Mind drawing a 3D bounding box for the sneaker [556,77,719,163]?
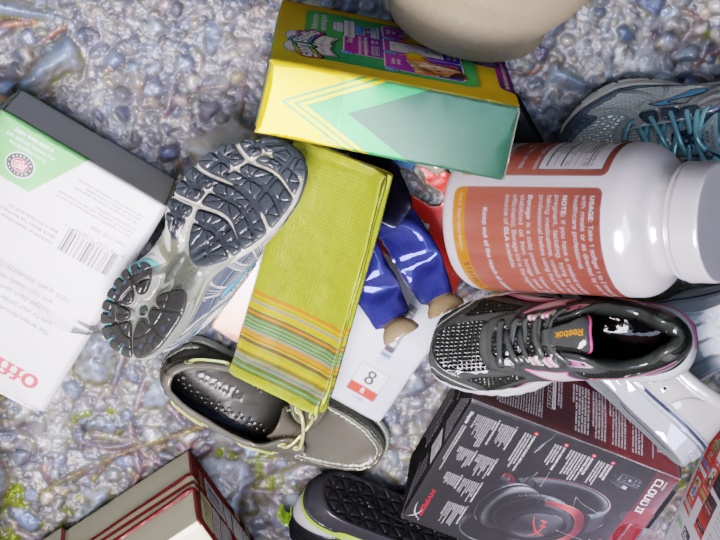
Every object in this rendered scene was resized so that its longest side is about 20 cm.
[{"bbox_3d":[0.248,-0.111,1.258,0.199,0.086,0.078,-12,102,-3],"label":"sneaker"}]

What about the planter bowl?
[{"bbox_3d":[0.090,-0.235,1.183,0.200,0.201,0.135,10,131,-4],"label":"planter bowl"}]

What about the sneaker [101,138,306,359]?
[{"bbox_3d":[-0.112,-0.019,1.252,0.200,0.086,0.078,-47,75,10],"label":"sneaker"}]

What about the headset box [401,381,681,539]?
[{"bbox_3d":[0.153,0.163,1.336,0.199,0.075,0.149,21,128,-7],"label":"headset box"}]

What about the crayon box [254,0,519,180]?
[{"bbox_3d":[0.018,-0.133,1.196,0.172,0.200,0.058,10,110,-3],"label":"crayon box"}]

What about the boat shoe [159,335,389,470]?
[{"bbox_3d":[-0.070,0.117,1.349,0.201,0.060,0.072,24,104,-8],"label":"boat shoe"}]

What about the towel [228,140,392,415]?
[{"bbox_3d":[-0.040,0.006,1.269,0.086,0.018,0.201,21,108,16],"label":"towel"}]

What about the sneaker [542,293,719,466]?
[{"bbox_3d":[0.203,0.059,1.289,0.071,0.073,0.200,-43,80,-7],"label":"sneaker"}]

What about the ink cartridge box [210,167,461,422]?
[{"bbox_3d":[0.000,0.000,1.319,0.162,0.050,0.200,30,108,-10],"label":"ink cartridge box"}]

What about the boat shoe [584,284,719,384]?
[{"bbox_3d":[0.273,0.052,1.327,0.199,0.067,0.074,-16,94,21],"label":"boat shoe"}]

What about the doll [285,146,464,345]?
[{"bbox_3d":[0.008,-0.050,1.279,0.136,0.048,0.200,-28,92,3],"label":"doll"}]

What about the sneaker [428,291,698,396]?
[{"bbox_3d":[0.147,0.046,1.215,0.199,0.086,0.081,-7,82,7],"label":"sneaker"}]

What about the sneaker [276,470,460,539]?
[{"bbox_3d":[0.025,0.233,1.397,0.200,0.072,0.083,30,132,-10],"label":"sneaker"}]

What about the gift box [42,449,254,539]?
[{"bbox_3d":[-0.176,0.266,1.340,0.187,0.185,0.200,-34,102,1],"label":"gift box"}]

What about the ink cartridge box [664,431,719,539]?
[{"bbox_3d":[0.323,0.197,1.305,0.084,0.200,0.176,16,108,-6],"label":"ink cartridge box"}]

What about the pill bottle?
[{"bbox_3d":[0.168,-0.037,1.204,0.200,0.112,0.113,3,112,36],"label":"pill bottle"}]

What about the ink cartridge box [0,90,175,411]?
[{"bbox_3d":[-0.257,-0.015,1.292,0.146,0.084,0.200,31,104,-10],"label":"ink cartridge box"}]

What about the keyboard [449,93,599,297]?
[{"bbox_3d":[0.160,-0.048,1.314,0.127,0.021,0.200,-31,107,2],"label":"keyboard"}]
